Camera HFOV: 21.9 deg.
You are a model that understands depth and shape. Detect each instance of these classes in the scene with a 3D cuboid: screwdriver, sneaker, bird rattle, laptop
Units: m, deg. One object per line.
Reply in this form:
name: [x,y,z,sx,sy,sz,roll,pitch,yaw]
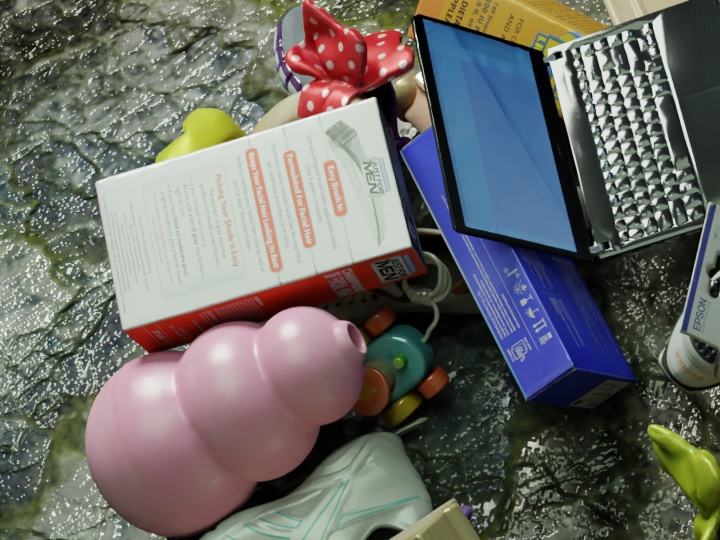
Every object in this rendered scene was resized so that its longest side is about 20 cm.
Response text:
screwdriver: [-0.044,0.144,1.279,0.199,0.028,0.029,-28,22,-3]
sneaker: [-0.041,0.189,1.218,0.200,0.071,0.080,-34,59,-2]
bird rattle: [0.265,0.135,1.078,0.162,0.114,0.199,-17,9,-38]
sneaker: [-0.005,-0.141,1.419,0.088,0.074,0.201,-50,48,39]
bird rattle: [-0.033,-0.082,1.327,0.199,0.113,0.164,-33,62,12]
sneaker: [0.000,0.000,1.319,0.199,0.085,0.073,-9,72,16]
sneaker: [0.267,0.008,1.227,0.200,0.080,0.074,-35,80,-27]
laptop: [0.154,-0.108,1.232,0.199,0.103,0.178,-18,60,14]

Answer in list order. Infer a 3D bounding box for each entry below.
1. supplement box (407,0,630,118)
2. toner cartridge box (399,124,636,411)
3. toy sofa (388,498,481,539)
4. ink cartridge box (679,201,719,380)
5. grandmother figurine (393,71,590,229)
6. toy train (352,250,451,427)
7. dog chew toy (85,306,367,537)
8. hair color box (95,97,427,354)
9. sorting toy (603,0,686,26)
supplement box: [0.137,-0.161,1.367,0.199,0.069,0.067,29,110,22]
toner cartridge box: [0.105,-0.004,1.246,0.043,0.095,0.201,-36,64,23]
toy sofa: [0.000,0.227,1.132,0.199,0.098,0.083,-35,85,21]
ink cartridge box: [0.288,0.041,1.151,0.199,0.039,0.100,24,62,-6]
grandmother figurine: [0.099,-0.084,1.364,0.121,0.061,0.200,-37,50,-10]
toy train: [-0.037,0.043,1.272,0.199,0.151,0.056,3,21,21]
dog chew toy: [-0.082,0.091,1.218,0.199,0.124,0.125,-30,49,19]
hair color box: [-0.066,-0.028,1.236,0.199,0.064,0.112,-16,70,8]
sorting toy: [0.273,-0.243,1.431,0.184,0.037,0.201,-20,47,6]
